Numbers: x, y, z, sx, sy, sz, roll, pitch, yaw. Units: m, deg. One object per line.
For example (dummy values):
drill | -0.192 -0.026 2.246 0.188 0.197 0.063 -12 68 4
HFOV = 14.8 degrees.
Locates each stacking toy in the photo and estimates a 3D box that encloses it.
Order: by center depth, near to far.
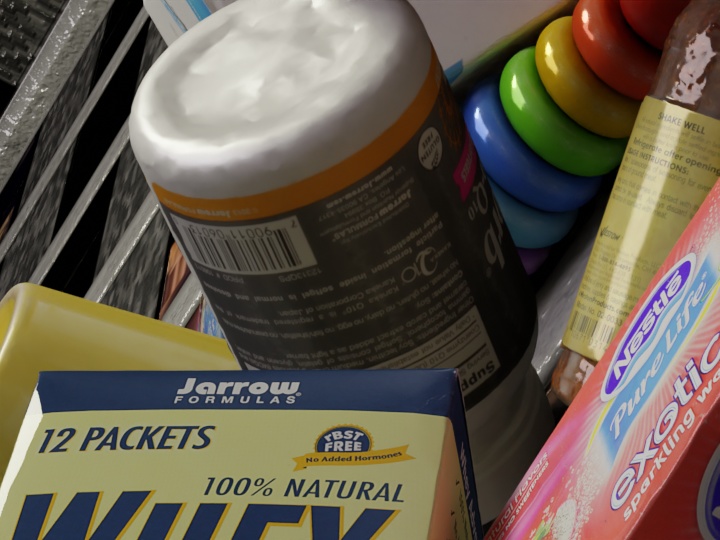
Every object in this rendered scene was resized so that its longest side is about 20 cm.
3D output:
stacking toy | 0.087 -0.072 1.156 0.200 0.085 0.086 -48 18 34

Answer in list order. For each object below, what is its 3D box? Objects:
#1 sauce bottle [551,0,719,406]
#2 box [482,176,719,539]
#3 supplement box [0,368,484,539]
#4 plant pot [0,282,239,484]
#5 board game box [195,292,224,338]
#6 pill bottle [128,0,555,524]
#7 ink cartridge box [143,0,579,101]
sauce bottle | 0.122 -0.043 0.920 0.066 0.066 0.201 -132 60 -76
box | 0.119 0.046 0.747 0.201 0.094 0.103 -58 13 17
supplement box | -0.035 0.167 0.817 0.200 0.133 0.201 -77 -17 -49
plant pot | -0.104 0.105 1.274 0.201 0.188 0.201 -57 14 23
board game box | -0.050 -0.022 1.512 0.200 0.043 0.200 -114 35 -73
pill bottle | 0.000 0.000 1.039 0.116 0.201 0.117 -16 37 12
ink cartridge box | -0.004 -0.125 1.257 0.146 0.146 0.200 -33 -6 -8
